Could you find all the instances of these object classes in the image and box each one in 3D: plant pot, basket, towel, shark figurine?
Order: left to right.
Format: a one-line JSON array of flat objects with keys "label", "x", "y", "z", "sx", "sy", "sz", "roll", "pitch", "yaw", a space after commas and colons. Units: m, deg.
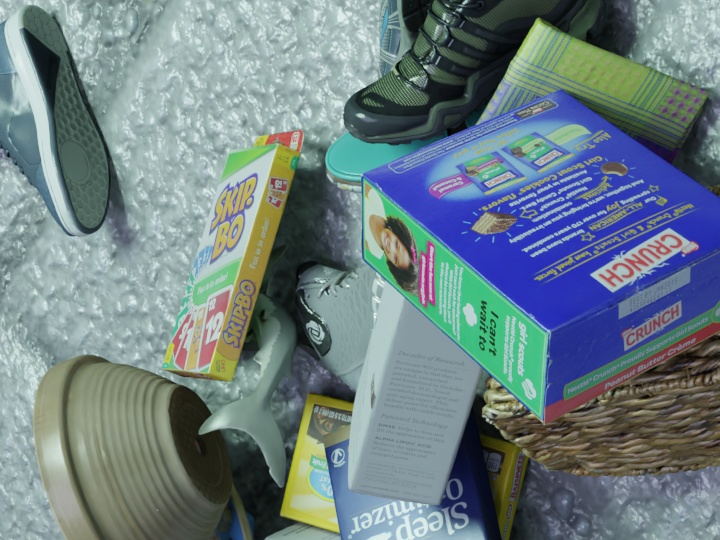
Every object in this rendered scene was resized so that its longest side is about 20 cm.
[{"label": "plant pot", "x": -0.162, "y": 0.151, "z": 1.582, "sx": 0.092, "sy": 0.201, "sz": 0.202, "roll": -22, "pitch": 86, "yaw": 16}, {"label": "shark figurine", "x": -0.062, "y": 0.068, "z": 1.591, "sx": 0.089, "sy": 0.215, "sz": 0.128, "roll": 37, "pitch": 101, "yaw": -23}, {"label": "towel", "x": 0.134, "y": -0.069, "z": 1.408, "sx": 0.143, "sy": 0.023, "sz": 0.201, "roll": 19, "pitch": 122, "yaw": -15}, {"label": "basket", "x": 0.199, "y": 0.047, "z": 1.384, "sx": 0.199, "sy": 0.143, "sz": 0.150, "roll": -12, "pitch": 58, "yaw": 32}]

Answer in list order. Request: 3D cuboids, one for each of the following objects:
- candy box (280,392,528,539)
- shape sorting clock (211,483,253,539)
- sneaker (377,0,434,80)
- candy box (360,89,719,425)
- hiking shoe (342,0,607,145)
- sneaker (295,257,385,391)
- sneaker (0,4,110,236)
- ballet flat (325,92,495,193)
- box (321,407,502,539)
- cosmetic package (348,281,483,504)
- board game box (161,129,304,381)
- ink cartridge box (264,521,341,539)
[{"label": "candy box", "x": 0.032, "y": 0.163, "z": 1.568, "sx": 0.199, "sy": 0.026, "sz": 0.103, "roll": 11, "pitch": 88, "yaw": 35}, {"label": "shape sorting clock", "x": -0.129, "y": 0.253, "z": 1.683, "sx": 0.200, "sy": 0.039, "sz": 0.202, "roll": 176, "pitch": 90, "yaw": -67}, {"label": "sneaker", "x": 0.048, "y": -0.170, "z": 1.482, "sx": 0.087, "sy": 0.077, "sz": 0.201, "roll": -106, "pitch": 21, "yaw": -50}, {"label": "candy box", "x": 0.122, "y": -0.015, "z": 1.275, "sx": 0.200, "sy": 0.168, "sz": 0.077, "roll": 41, "pitch": 145, "yaw": 44}, {"label": "hiking shoe", "x": 0.065, "y": -0.166, "z": 1.395, "sx": 0.101, "sy": 0.199, "sz": 0.076, "roll": 59, "pitch": 179, "yaw": -32}, {"label": "sneaker", "x": 0.000, "y": 0.000, "z": 1.546, "sx": 0.115, "sy": 0.075, "sz": 0.201, "roll": 29, "pitch": 117, "yaw": 32}, {"label": "sneaker", "x": -0.298, "y": -0.103, "z": 1.736, "sx": 0.146, "sy": 0.077, "sz": 0.204, "roll": -25, "pitch": 75, "yaw": 27}, {"label": "ballet flat", "x": 0.075, "y": -0.089, "z": 1.448, "sx": 0.199, "sy": 0.072, "sz": 0.073, "roll": -20, "pitch": 88, "yaw": 16}, {"label": "box", "x": 0.044, "y": 0.195, "z": 1.506, "sx": 0.121, "sy": 0.032, "sz": 0.201, "roll": -24, "pitch": 61, "yaw": 22}, {"label": "cosmetic package", "x": 0.044, "y": 0.057, "z": 1.413, "sx": 0.073, "sy": 0.102, "sz": 0.201, "roll": 9, "pitch": 128, "yaw": -5}, {"label": "board game box", "x": -0.097, "y": -0.015, "z": 1.571, "sx": 0.095, "sy": 0.030, "sz": 0.201, "roll": -1, "pitch": 68, "yaw": 63}, {"label": "ink cartridge box", "x": 0.023, "y": 0.287, "z": 1.584, "sx": 0.199, "sy": 0.084, "sz": 0.146, "roll": 11, "pitch": 107, "yaw": 36}]
